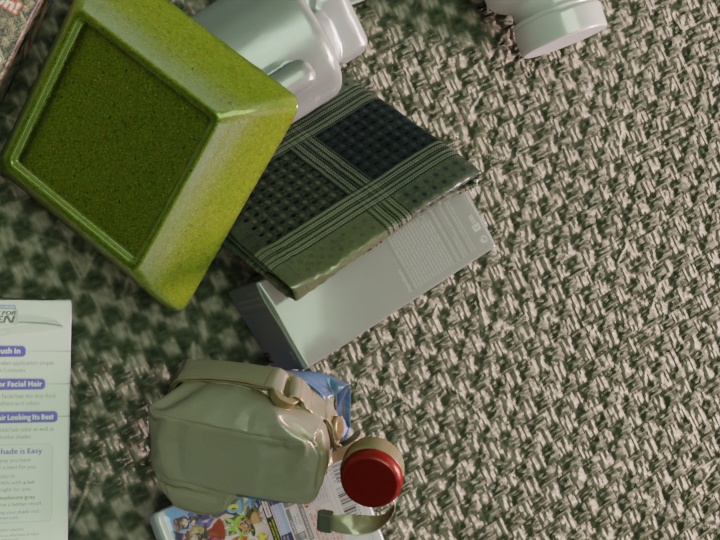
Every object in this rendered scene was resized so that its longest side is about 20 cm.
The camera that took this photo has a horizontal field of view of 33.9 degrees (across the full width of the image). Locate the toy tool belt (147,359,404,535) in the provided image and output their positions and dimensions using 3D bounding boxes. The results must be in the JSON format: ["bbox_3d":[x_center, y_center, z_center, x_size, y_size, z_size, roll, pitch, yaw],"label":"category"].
[{"bbox_3d":[-0.057,0.121,0.917,0.200,0.123,0.125,6,111,9],"label":"toy tool belt"}]

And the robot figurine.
[{"bbox_3d":[-0.095,-0.158,0.938,0.200,0.170,0.113,-33,118,-8],"label":"robot figurine"}]

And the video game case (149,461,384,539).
[{"bbox_3d":[-0.055,0.259,0.955,0.182,0.023,0.200,-17,83,-31],"label":"video game case"}]

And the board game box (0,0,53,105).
[{"bbox_3d":[-0.302,-0.167,0.870,0.097,0.159,0.200,26,77,-16],"label":"board game box"}]

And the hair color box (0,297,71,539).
[{"bbox_3d":[-0.279,0.121,0.900,0.109,0.065,0.200,2,86,-18],"label":"hair color box"}]

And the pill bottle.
[{"bbox_3d":[0.151,-0.300,1.066,0.111,0.111,0.200,-20,92,-20],"label":"pill bottle"}]

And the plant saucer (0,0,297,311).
[{"bbox_3d":[-0.175,-0.097,0.874,0.200,0.048,0.200,38,113,12],"label":"plant saucer"}]

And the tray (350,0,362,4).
[{"bbox_3d":[-0.027,-0.284,1.050,0.200,0.022,0.108,-24,92,-20],"label":"tray"}]

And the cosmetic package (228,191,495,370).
[{"bbox_3d":[0.000,0.000,0.986,0.200,0.107,0.090,-29,95,-21],"label":"cosmetic package"}]

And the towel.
[{"bbox_3d":[-0.034,-0.071,0.959,0.200,0.035,0.193,-33,51,-22],"label":"towel"}]
